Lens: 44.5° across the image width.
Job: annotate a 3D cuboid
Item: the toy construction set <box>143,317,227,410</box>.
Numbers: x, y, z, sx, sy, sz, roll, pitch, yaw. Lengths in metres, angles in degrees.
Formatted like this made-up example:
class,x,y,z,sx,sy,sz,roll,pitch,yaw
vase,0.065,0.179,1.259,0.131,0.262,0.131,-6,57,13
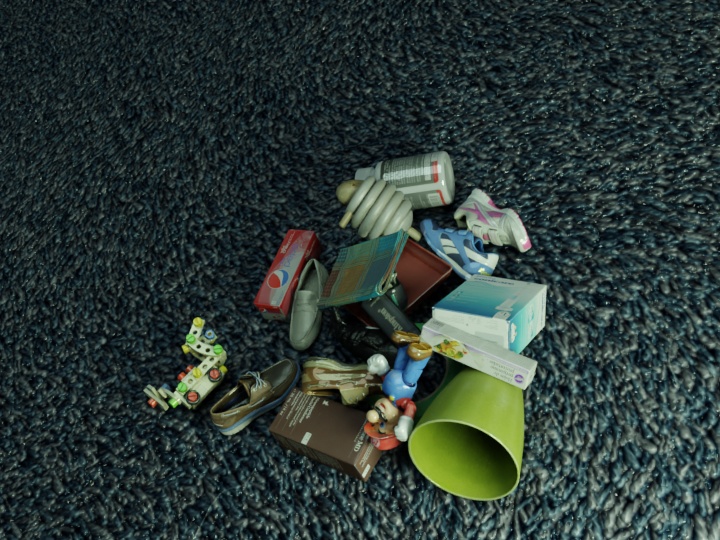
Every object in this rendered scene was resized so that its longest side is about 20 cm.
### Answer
class,x,y,z,sx,sy,sz,roll,pitch,yaw
toy construction set,-0.347,0.206,1.777,0.131,0.092,0.200,37,80,14

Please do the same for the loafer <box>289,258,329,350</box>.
class,x,y,z,sx,sy,sz,roll,pitch,yaw
loafer,-0.111,0.068,1.802,0.069,0.070,0.201,-5,52,19

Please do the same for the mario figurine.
class,x,y,z,sx,sy,sz,roll,pitch,yaw
mario figurine,0.050,0.208,1.477,0.105,0.202,0.123,15,13,2

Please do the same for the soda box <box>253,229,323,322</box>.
class,x,y,z,sx,sy,sz,roll,pitch,yaw
soda box,-0.151,0.009,1.871,0.069,0.064,0.201,5,56,26

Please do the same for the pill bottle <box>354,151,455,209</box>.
class,x,y,z,sx,sy,sz,roll,pitch,yaw
pill bottle,0.095,-0.185,1.889,0.198,0.114,0.115,-7,51,17

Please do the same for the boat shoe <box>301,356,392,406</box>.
class,x,y,z,sx,sy,sz,roll,pitch,yaw
boat shoe,-0.013,0.208,1.581,0.198,0.076,0.074,6,66,17

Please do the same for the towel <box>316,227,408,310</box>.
class,x,y,z,sx,sy,sz,roll,pitch,yaw
towel,0.000,0.000,1.682,0.199,0.022,0.148,-15,44,49

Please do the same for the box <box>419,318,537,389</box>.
class,x,y,z,sx,sy,sz,roll,pitch,yaw
box,0.194,0.137,1.470,0.199,0.039,0.041,22,29,22

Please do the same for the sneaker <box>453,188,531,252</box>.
class,x,y,z,sx,sy,sz,roll,pitch,yaw
sneaker,0.263,-0.083,1.767,0.088,0.082,0.200,-39,41,-9

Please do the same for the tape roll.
class,x,y,z,sx,sy,sz,roll,pitch,yaw
tape roll,0.098,0.194,1.629,0.199,0.048,0.202,-12,50,15

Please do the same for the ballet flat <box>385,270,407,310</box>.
class,x,y,z,sx,sy,sz,roll,pitch,yaw
ballet flat,0.036,0.008,1.721,0.073,0.073,0.200,-30,36,-2

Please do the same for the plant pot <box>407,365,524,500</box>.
class,x,y,z,sx,sy,sz,roll,pitch,yaw
plant pot,0.199,0.245,1.478,0.185,0.188,0.201,4,39,25

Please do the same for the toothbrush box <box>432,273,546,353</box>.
class,x,y,z,sx,sy,sz,roll,pitch,yaw
toothbrush box,0.232,0.082,1.573,0.145,0.086,0.200,9,22,27

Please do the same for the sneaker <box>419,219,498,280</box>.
class,x,y,z,sx,sy,sz,roll,pitch,yaw
sneaker,0.197,-0.048,1.752,0.082,0.074,0.200,-51,56,11

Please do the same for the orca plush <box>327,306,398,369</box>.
class,x,y,z,sx,sy,sz,roll,pitch,yaw
orca plush,0.017,0.121,1.622,0.200,0.071,0.105,37,84,29

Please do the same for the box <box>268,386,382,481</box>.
class,x,y,z,sx,sy,sz,roll,pitch,yaw
box,-0.058,0.295,1.598,0.199,0.075,0.101,15,61,30

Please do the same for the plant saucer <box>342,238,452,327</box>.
class,x,y,z,sx,sy,sz,roll,pitch,yaw
plant saucer,0.063,0.031,1.763,0.200,0.037,0.199,-41,38,-11

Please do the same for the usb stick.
class,x,y,z,sx,sy,sz,roll,pitch,yaw
usb stick,0.065,0.100,1.585,0.056,0.032,0.200,-54,46,12

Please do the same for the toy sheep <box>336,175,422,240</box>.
class,x,y,z,sx,sy,sz,roll,pitch,yaw
toy sheep,0.038,-0.117,1.799,0.199,0.138,0.138,33,65,-3

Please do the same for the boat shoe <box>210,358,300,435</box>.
class,x,y,z,sx,sy,sz,roll,pitch,yaw
boat shoe,-0.203,0.236,1.705,0.200,0.073,0.072,-41,49,-12
